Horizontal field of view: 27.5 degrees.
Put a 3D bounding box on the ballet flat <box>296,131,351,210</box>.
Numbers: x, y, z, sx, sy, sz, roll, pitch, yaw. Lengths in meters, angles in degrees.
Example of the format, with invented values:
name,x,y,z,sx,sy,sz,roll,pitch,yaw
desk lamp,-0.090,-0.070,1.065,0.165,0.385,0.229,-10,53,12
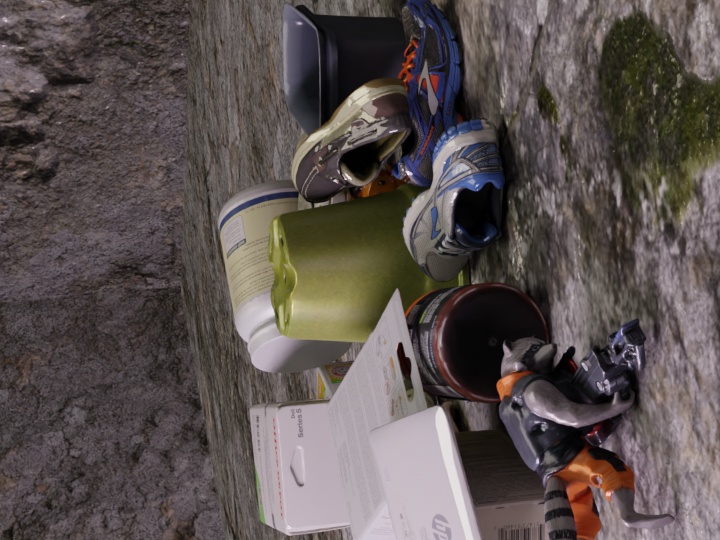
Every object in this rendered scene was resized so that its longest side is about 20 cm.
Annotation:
name,x,y,z,sx,sy,sz,roll,pitch,yaw
ballet flat,-0.041,-0.095,1.732,0.062,0.067,0.201,121,143,-50

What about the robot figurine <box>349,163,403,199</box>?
name,x,y,z,sx,sy,sz,roll,pitch,yaw
robot figurine,0.012,-0.052,1.780,0.145,0.058,0.201,-112,22,-53

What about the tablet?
name,x,y,z,sx,sy,sz,roll,pitch,yaw
tablet,0.063,0.223,1.254,0.130,0.014,0.201,-29,74,57

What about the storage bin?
name,x,y,z,sx,sy,sz,roll,pitch,yaw
storage bin,-0.002,-0.213,1.619,0.200,0.133,0.147,-124,32,-66

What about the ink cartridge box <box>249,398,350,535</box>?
name,x,y,z,sx,sy,sz,roll,pitch,yaw
ink cartridge box,-0.070,0.225,1.714,0.200,0.083,0.147,158,107,-76

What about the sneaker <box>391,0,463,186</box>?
name,x,y,z,sx,sy,sz,roll,pitch,yaw
sneaker,0.060,-0.179,1.481,0.075,0.078,0.202,141,123,-74

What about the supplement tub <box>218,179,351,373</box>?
name,x,y,z,sx,sy,sz,roll,pitch,yaw
supplement tub,-0.089,0.008,1.780,0.145,0.144,0.201,110,151,-61

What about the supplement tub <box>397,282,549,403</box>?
name,x,y,z,sx,sy,sz,roll,pitch,yaw
supplement tub,0.095,0.067,1.356,0.200,0.106,0.108,168,97,-78

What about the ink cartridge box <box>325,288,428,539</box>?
name,x,y,z,sx,sy,sz,roll,pitch,yaw
ink cartridge box,0.032,0.142,1.374,0.200,0.057,0.163,-57,36,42

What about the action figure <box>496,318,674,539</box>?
name,x,y,z,sx,sy,sz,roll,pitch,yaw
action figure,0.160,0.124,1.112,0.201,0.104,0.194,100,151,-53

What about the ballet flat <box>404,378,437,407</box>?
name,x,y,z,sx,sy,sz,roll,pitch,yaw
ballet flat,0.048,0.175,1.572,0.064,0.067,0.200,-41,8,43

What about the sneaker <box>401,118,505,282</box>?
name,x,y,z,sx,sy,sz,roll,pitch,yaw
sneaker,0.093,-0.047,1.401,0.201,0.076,0.086,100,156,-49

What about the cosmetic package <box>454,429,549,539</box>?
name,x,y,z,sx,sy,sz,roll,pitch,yaw
cosmetic package,0.113,0.210,1.333,0.200,0.103,0.074,-141,49,-74

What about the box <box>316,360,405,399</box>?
name,x,y,z,sx,sy,sz,roll,pitch,yaw
box,0.015,0.200,1.751,0.200,0.101,0.113,-119,28,-61

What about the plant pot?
name,x,y,z,sx,sy,sz,roll,pitch,yaw
plant pot,0.000,0.000,1.570,0.200,0.183,0.202,176,90,-77

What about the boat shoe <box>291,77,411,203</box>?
name,x,y,z,sx,sy,sz,roll,pitch,yaw
boat shoe,-0.010,-0.115,1.470,0.201,0.071,0.066,-46,52,49

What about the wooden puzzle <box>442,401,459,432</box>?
name,x,y,z,sx,sy,sz,roll,pitch,yaw
wooden puzzle,0.094,0.271,1.557,0.201,0.046,0.186,-109,19,-47
